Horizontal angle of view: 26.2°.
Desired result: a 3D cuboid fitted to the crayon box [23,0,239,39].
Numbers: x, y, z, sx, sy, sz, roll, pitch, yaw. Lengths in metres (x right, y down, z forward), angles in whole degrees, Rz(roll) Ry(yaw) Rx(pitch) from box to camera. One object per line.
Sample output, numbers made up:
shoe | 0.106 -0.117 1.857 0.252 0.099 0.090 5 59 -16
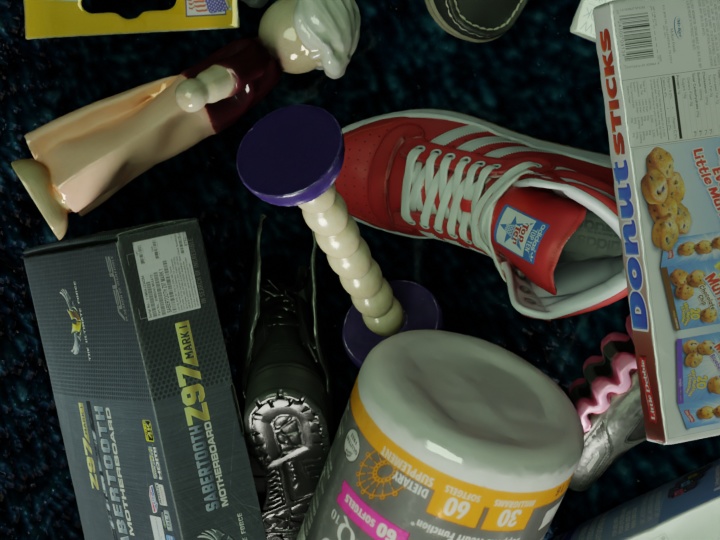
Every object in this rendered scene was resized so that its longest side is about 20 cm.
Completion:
crayon box | -0.117 -0.225 0.811 0.124 0.052 0.202 0 96 16

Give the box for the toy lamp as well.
toy lamp | 0.000 0.000 0.765 0.058 0.200 0.059 -10 56 15

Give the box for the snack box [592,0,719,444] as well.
snack box | 0.155 -0.026 0.710 0.071 0.024 0.202 -9 93 -15

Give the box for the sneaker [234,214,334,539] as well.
sneaker | -0.038 0.075 0.843 0.059 0.105 0.201 -2 133 -2

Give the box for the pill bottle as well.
pill bottle | 0.026 0.140 0.775 0.116 0.116 0.201 25 116 12

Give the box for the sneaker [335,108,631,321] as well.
sneaker | 0.058 -0.031 0.774 0.198 0.112 0.072 10 109 15

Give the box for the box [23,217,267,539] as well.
box | -0.117 0.077 0.829 0.157 0.051 0.202 -3 99 61

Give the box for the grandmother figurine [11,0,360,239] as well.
grandmother figurine | -0.085 -0.090 0.806 0.199 0.121 0.061 -33 102 -9

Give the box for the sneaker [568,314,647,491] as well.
sneaker | 0.177 0.048 0.778 0.095 0.079 0.200 39 107 -4

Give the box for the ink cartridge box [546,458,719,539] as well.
ink cartridge box | 0.175 0.180 0.787 0.199 0.076 0.137 -28 89 16

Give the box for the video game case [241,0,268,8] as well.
video game case | -0.067 -0.276 0.829 0.182 0.023 0.201 40 105 8

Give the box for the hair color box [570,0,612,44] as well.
hair color box | 0.190 -0.188 0.743 0.109 0.065 0.202 24 105 11

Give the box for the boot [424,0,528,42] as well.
boot | 0.095 -0.201 0.721 0.073 0.151 0.202 16 99 -20
